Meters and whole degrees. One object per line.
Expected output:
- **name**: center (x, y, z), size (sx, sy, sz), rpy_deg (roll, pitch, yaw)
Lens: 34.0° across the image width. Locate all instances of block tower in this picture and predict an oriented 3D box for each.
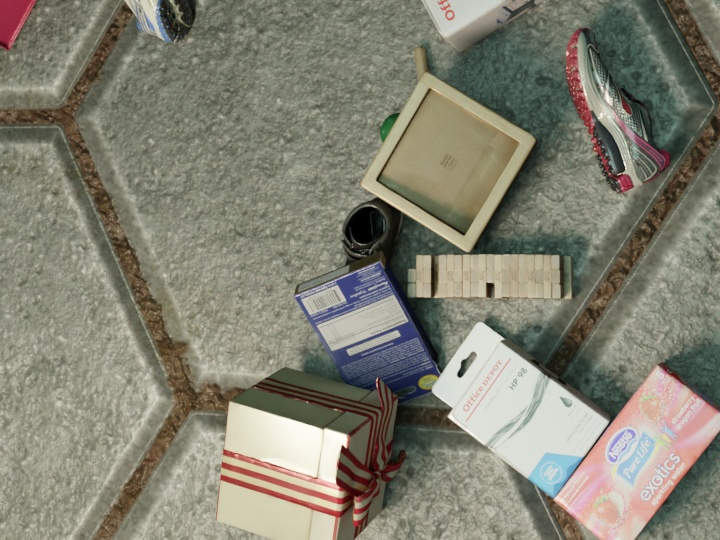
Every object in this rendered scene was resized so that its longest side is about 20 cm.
- **block tower**: center (0.159, 0.008, 1.451), size (0.198, 0.058, 0.055), rpy_deg (-1, 88, 17)

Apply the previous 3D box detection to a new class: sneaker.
- **sneaker**: center (-0.299, -0.396, 1.571), size (0.085, 0.077, 0.201), rpy_deg (12, 134, 32)
- **sneaker**: center (0.301, -0.196, 1.410), size (0.074, 0.081, 0.202), rpy_deg (-22, 88, 1)
- **sneaker**: center (0.000, 0.000, 1.481), size (0.070, 0.099, 0.202), rpy_deg (14, 93, 16)

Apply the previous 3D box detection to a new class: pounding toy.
- **pounding toy**: center (0.101, -0.155, 1.453), size (0.199, 0.142, 0.185), rpy_deg (32, 98, 6)

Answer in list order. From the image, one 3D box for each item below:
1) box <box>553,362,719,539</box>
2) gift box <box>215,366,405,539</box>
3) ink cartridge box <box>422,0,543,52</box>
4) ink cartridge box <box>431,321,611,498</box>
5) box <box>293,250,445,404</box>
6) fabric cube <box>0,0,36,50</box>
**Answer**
- **box**: center (0.326, 0.215, 1.365), size (0.102, 0.095, 0.201), rpy_deg (39, 99, 17)
- **gift box**: center (-0.054, 0.220, 1.427), size (0.185, 0.184, 0.202), rpy_deg (14, 111, 19)
- **ink cartridge box**: center (0.164, -0.389, 1.454), size (0.199, 0.086, 0.147), rpy_deg (-30, 78, 16)
- **ink cartridge box**: center (0.187, 0.164, 1.421), size (0.199, 0.067, 0.116), rpy_deg (36, 99, 12)
- **box**: center (0.015, 0.082, 1.471), size (0.120, 0.032, 0.201), rpy_deg (-21, 116, 16)
- **fabric cube**: center (-0.564, -0.456, 1.638), size (0.199, 0.200, 0.197), rpy_deg (34, 97, 15)
